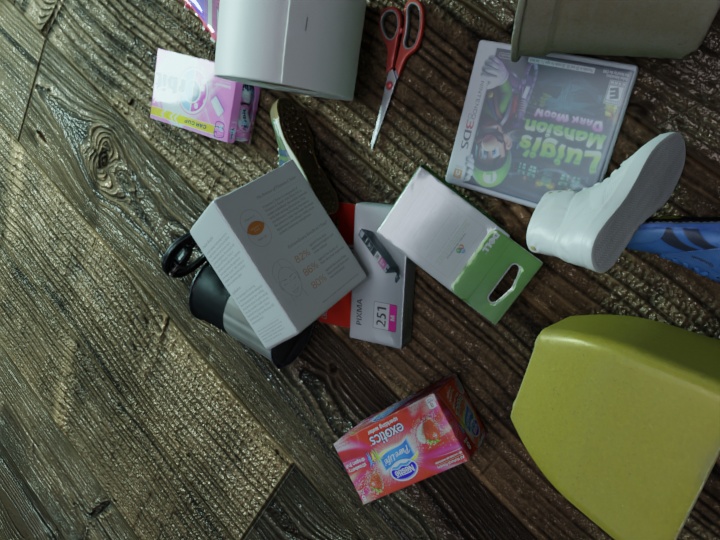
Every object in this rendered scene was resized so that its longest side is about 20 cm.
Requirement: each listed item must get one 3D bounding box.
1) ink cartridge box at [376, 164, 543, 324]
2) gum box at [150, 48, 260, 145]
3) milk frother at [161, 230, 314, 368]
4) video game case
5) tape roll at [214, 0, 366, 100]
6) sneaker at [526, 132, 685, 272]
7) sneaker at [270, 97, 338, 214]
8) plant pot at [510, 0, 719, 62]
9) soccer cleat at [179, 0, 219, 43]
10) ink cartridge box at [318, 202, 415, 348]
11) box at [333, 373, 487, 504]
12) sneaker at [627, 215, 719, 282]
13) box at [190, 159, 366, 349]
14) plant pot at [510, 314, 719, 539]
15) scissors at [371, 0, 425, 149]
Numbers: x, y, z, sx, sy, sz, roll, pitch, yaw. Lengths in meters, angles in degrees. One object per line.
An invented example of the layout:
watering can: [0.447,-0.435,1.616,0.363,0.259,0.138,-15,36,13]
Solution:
ink cartridge box: [0.129,-0.036,0.742,0.198,0.059,0.105,37,106,3]
gum box: [-0.258,-0.291,0.945,0.196,0.066,0.117,21,107,26]
milk frother: [-0.188,0.037,0.879,0.185,0.199,0.185,23,105,24]
video game case: [0.218,-0.177,0.708,0.196,0.023,0.187,21,108,26]
tape roll: [-0.095,-0.322,0.768,0.198,0.201,0.144,16,104,27]
sneaker: [0.270,-0.088,0.635,0.115,0.199,0.075,20,148,56]
sneaker: [-0.109,-0.158,0.877,0.089,0.066,0.205,-33,76,39]
plant pot: [0.269,-0.304,0.577,0.179,0.200,0.206,18,106,14]
soccer cleat: [-0.227,-0.421,0.911,0.200,0.066,0.077,47,112,19]
ink cartridge box: [0.000,0.000,0.852,0.169,0.043,0.207,8,102,28]
box: [0.071,0.245,0.816,0.198,0.095,0.101,-34,81,29]
sneaker: [0.374,-0.020,0.616,0.195,0.066,0.081,4,104,30]
box: [-0.114,-0.023,0.794,0.106,0.151,0.203,-29,95,51]
plant pot: [0.288,0.150,0.627,0.197,0.192,0.201,27,111,33]
scissors: [0.051,-0.274,0.796,0.071,0.014,0.207,11,101,27]
